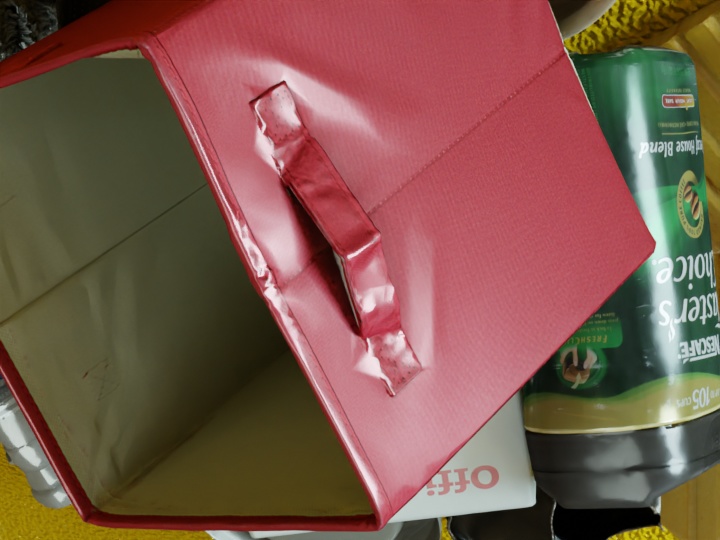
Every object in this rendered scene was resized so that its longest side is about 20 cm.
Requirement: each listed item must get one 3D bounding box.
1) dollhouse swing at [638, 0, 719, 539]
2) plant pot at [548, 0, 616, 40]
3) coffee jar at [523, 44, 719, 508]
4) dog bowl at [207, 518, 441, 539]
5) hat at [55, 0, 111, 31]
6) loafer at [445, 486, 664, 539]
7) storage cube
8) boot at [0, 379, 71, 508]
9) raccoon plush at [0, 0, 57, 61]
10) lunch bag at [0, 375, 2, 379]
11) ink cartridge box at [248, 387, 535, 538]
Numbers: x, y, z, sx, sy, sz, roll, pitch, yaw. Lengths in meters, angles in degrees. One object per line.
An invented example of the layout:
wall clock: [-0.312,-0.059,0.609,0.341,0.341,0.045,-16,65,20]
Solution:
dollhouse swing: [0.176,0.005,0.759,0.182,0.177,0.199,43,136,-21]
plant pot: [0.039,-0.189,0.592,0.199,0.093,0.202,24,142,20]
coffee jar: [0.115,0.003,0.721,0.084,0.104,0.203,-5,93,31]
dog bowl: [-0.033,0.134,1.078,0.198,0.059,0.201,13,138,12]
hat: [-0.108,-0.181,0.684,0.080,0.201,0.202,24,139,7]
loafer: [0.123,0.147,1.008,0.073,0.072,0.199,41,136,-19]
storage cube: [-0.032,-0.028,0.577,0.199,0.179,0.172,-8,113,48]
boot: [-0.208,0.097,1.028,0.073,0.200,0.096,-29,100,-2]
raccoon plush: [-0.162,-0.118,0.704,0.098,0.133,0.200,65,169,-19]
lunch bag: [-0.171,-0.021,0.890,0.131,0.137,0.200,0,151,-36]
ink cartridge box: [0.005,0.008,0.789,0.143,0.145,0.203,-6,105,7]
